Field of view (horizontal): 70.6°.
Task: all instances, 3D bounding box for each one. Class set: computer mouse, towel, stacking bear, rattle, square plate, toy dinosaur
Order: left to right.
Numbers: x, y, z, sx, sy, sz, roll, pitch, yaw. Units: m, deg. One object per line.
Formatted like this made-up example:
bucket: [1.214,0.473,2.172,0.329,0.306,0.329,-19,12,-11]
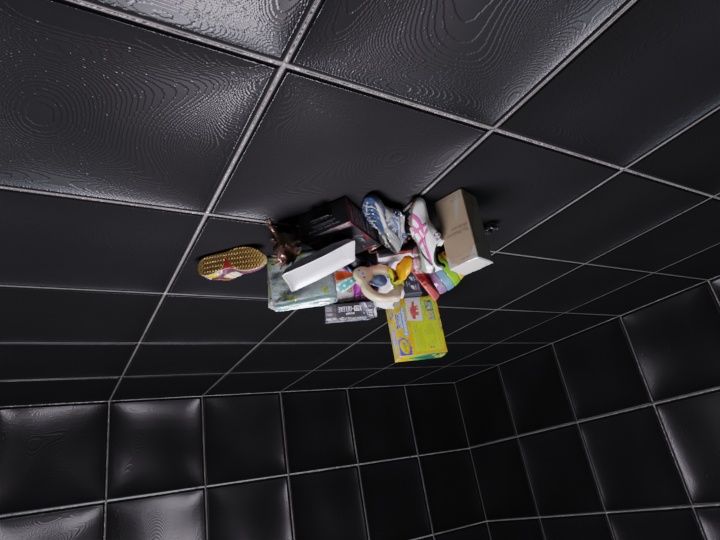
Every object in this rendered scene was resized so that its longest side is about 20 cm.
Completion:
toy dinosaur: [-0.201,-0.048,1.344,0.085,0.136,0.200,-6,157,-9]
towel: [-0.174,0.026,1.480,0.198,0.172,0.048,-8,155,-4]
square plate: [-0.106,-0.016,1.326,0.197,0.029,0.200,-27,168,-7]
rattle: [0.031,0.008,1.414,0.199,0.131,0.143,18,158,0]
stacking bear: [0.262,-0.015,1.488,0.200,0.122,0.114,-39,124,4]
computer mouse: [0.303,-0.110,1.528,0.199,0.053,0.138,-6,161,-36]

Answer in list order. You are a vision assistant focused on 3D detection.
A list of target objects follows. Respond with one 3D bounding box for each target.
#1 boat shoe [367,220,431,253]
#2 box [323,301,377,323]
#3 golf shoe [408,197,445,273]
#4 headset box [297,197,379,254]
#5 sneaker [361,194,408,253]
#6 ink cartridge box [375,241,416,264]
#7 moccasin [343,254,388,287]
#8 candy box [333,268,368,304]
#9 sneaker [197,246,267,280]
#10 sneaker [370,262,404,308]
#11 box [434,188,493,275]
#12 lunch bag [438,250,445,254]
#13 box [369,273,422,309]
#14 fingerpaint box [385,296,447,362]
boat shoe: [0.112,-0.094,1.455,0.198,0.071,0.071,-13,152,2]
box: [-0.037,0.135,1.621,0.156,0.050,0.200,-4,172,-7]
golf shoe: [0.176,-0.093,1.335,0.091,0.202,0.073,-5,-173,22]
headset box: [-0.059,-0.107,1.345,0.148,0.078,0.200,-20,156,21]
sneaker: [0.071,-0.139,1.343,0.085,0.077,0.200,-48,138,-14]
ink cartridge box: [0.128,-0.045,1.483,0.159,0.048,0.200,-10,-170,1]
moccasin: [0.000,0.000,1.519,0.199,0.068,0.081,27,100,-20]
candy box: [-0.084,0.038,1.577,0.198,0.138,0.061,-5,174,-12]
sneaker: [-0.354,-0.016,1.449,0.198,0.076,0.090,-7,165,8]
sneaker: [0.107,0.033,1.642,0.099,0.075,0.201,18,109,-13]
box: [0.270,-0.100,1.338,0.095,0.201,0.077,-28,151,36]
lunch bag: [0.286,-0.020,1.638,0.159,0.076,0.200,-13,171,9]
box: [0.099,0.063,1.759,0.198,0.107,0.122,-6,154,-9]
fingerpaint box: [0.184,0.195,1.702,0.166,0.201,0.073,-4,155,-14]
